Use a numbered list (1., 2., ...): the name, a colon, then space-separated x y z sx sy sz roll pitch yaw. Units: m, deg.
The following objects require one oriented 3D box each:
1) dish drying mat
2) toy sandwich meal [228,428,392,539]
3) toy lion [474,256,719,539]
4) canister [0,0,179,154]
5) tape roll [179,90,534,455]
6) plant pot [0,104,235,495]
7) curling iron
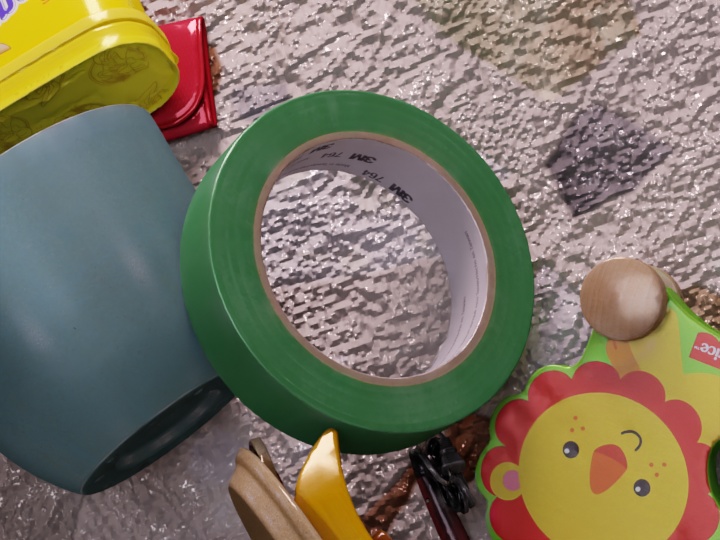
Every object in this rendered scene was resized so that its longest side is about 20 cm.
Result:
1. dish drying mat: -0.190 -0.106 1.199 0.199 0.018 0.077 -12 74 16
2. toy sandwich meal: 0.004 0.170 1.000 0.070 0.205 0.206 -32 69 -12
3. toy lion: 0.169 0.103 1.017 0.199 0.069 0.193 21 93 21
4. canister: -0.217 -0.173 1.174 0.148 0.087 0.201 -30 63 7
5. tape roll: 0.000 0.000 1.031 0.199 0.048 0.202 10 66 -24
6. plant pot: -0.155 0.030 1.072 0.200 0.201 0.161 -39 80 7
7. curling iron: 0.069 0.185 1.039 0.025 0.050 0.201 -18 81 -11
